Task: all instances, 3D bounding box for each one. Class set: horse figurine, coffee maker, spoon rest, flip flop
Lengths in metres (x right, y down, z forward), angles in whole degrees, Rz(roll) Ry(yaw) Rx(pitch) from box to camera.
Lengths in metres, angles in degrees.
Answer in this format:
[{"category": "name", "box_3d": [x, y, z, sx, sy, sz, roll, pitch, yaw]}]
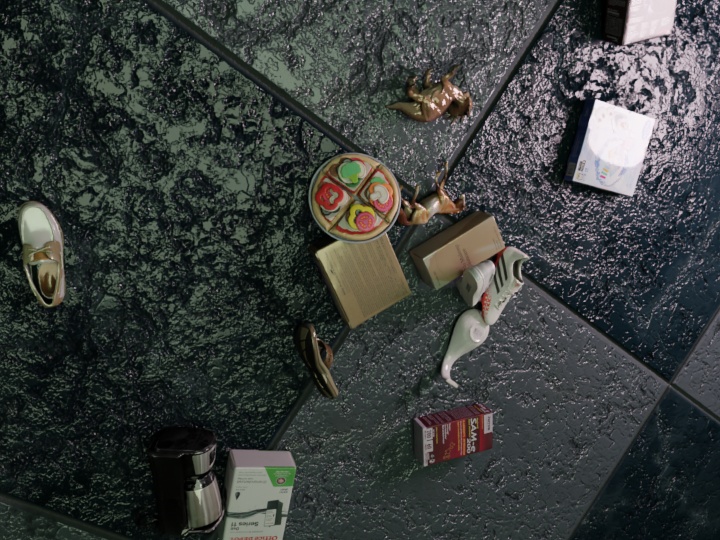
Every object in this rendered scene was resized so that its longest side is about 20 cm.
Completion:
[{"category": "horse figurine", "box_3d": [0.151, -0.155, 1.469, 0.199, 0.050, 0.133, -31, 133, -20]}, {"category": "coffee maker", "box_3d": [-0.394, 0.450, 1.384, 0.191, 0.135, 0.201, -8, 106, -18]}, {"category": "spoon rest", "box_3d": [0.253, 0.188, 1.610, 0.099, 0.061, 0.201, 36, 76, -26]}, {"category": "flip flop", "box_3d": [-0.089, 0.201, 1.470, 0.057, 0.081, 0.201, -35, 115, -28]}]

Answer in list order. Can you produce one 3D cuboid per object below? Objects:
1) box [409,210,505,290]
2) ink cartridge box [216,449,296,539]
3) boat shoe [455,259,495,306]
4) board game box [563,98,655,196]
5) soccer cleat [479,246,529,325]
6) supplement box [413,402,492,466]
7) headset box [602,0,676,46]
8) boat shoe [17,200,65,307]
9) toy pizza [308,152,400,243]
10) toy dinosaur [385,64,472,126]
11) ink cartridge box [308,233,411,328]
[{"category": "box", "box_3d": [0.226, -0.049, 1.517, 0.200, 0.078, 0.095, -32, 113, -10]}, {"category": "ink cartridge box", "box_3d": [-0.239, 0.521, 1.488, 0.146, 0.083, 0.201, 6, 102, -21]}, {"category": "boat shoe", "box_3d": [0.269, 0.024, 1.502, 0.068, 0.200, 0.072, -30, 68, -8]}, {"category": "board game box", "box_3d": [0.621, -0.303, 1.619, 0.198, 0.043, 0.201, 10, 100, -22]}, {"category": "soccer cleat", "box_3d": [0.350, 0.042, 1.578, 0.068, 0.085, 0.201, 9, 99, -45]}, {"category": "supplement box", "box_3d": [0.237, 0.416, 1.653, 0.199, 0.061, 0.109, -9, 106, -19]}, {"category": "headset box", "box_3d": [0.651, -0.639, 1.498, 0.148, 0.077, 0.201, -18, 125, -15]}, {"category": "boat shoe", "box_3d": [-0.594, -0.029, 1.218, 0.074, 0.068, 0.201, -13, 108, -17]}, {"category": "toy pizza", "box_3d": [-0.011, -0.157, 1.380, 0.199, 0.032, 0.201, 1, 80, -7]}, {"category": "toy dinosaur", "box_3d": [0.164, -0.362, 1.414, 0.199, 0.086, 0.136, -26, 118, -7]}, {"category": "ink cartridge box", "box_3d": [0.000, 0.000, 1.446, 0.164, 0.075, 0.201, -28, 111, -11]}]
